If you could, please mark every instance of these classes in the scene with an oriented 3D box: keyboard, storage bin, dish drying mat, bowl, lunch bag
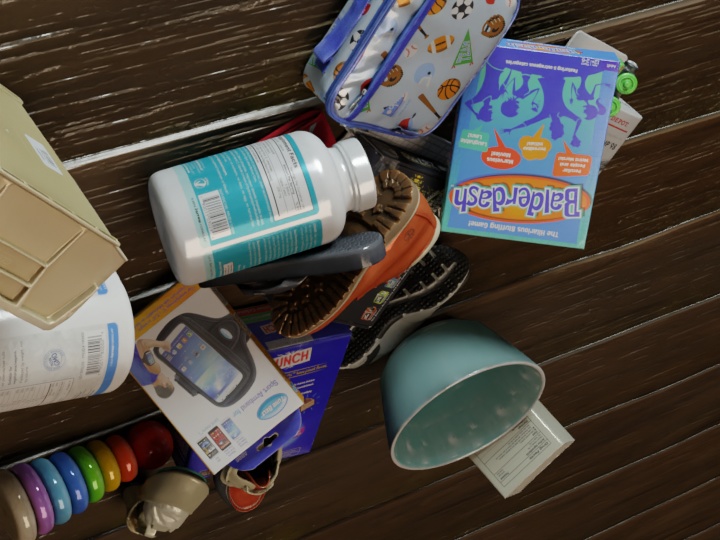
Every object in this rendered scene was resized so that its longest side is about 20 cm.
[{"bbox_3d":[0.053,-0.125,1.510,0.056,0.011,0.200,-50,144,18],"label":"keyboard"},{"bbox_3d":[-0.298,-0.076,1.087,0.094,0.200,0.199,-43,145,5],"label":"storage bin"},{"bbox_3d":[-0.045,-0.085,1.463,0.077,0.018,0.200,-34,146,-6],"label":"dish drying mat"},{"bbox_3d":[0.103,0.131,1.668,0.201,0.105,0.201,-21,148,-14],"label":"bowl"},{"bbox_3d":[0.043,-0.214,1.342,0.160,0.076,0.200,10,123,-45],"label":"lunch bag"}]

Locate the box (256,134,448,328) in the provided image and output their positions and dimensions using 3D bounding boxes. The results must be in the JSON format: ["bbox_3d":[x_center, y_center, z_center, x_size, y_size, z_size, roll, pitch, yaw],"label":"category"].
[{"bbox_3d":[0.004,-0.037,1.509,0.161,0.049,0.200,16,115,-49],"label":"box"}]

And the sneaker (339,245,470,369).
[{"bbox_3d":[0.042,0.043,1.660,0.200,0.074,0.080,-36,161,6],"label":"sneaker"}]

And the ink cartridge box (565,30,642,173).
[{"bbox_3d":[0.226,-0.151,1.575,0.116,0.067,0.200,13,119,-49],"label":"ink cartridge box"}]

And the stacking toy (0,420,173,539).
[{"bbox_3d":[-0.292,0.219,1.551,0.200,0.085,0.085,-22,143,-27],"label":"stacking toy"}]

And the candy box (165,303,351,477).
[{"bbox_3d":[-0.117,0.130,1.599,0.169,0.077,0.200,-10,138,-32],"label":"candy box"}]

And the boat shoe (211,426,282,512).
[{"bbox_3d":[-0.118,0.209,1.571,0.071,0.063,0.200,-17,143,-25],"label":"boat shoe"}]

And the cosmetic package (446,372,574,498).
[{"bbox_3d":[0.156,0.170,1.771,0.104,0.200,0.073,-44,165,13],"label":"cosmetic package"}]

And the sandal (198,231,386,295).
[{"bbox_3d":[-0.072,0.002,1.381,0.076,0.200,0.043,-48,129,-60],"label":"sandal"}]

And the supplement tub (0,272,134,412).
[{"bbox_3d":[-0.317,0.060,1.290,0.200,0.132,0.132,-7,136,-35],"label":"supplement tub"}]

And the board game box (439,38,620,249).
[{"bbox_3d":[0.168,-0.129,1.455,0.152,0.045,0.200,6,112,-1],"label":"board game box"}]

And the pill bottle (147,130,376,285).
[{"bbox_3d":[-0.089,-0.064,1.342,0.200,0.111,0.111,-17,142,-12],"label":"pill bottle"}]

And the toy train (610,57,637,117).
[{"bbox_3d":[0.214,-0.141,1.495,0.056,0.042,0.200,30,109,-10],"label":"toy train"}]

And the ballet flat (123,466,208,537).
[{"bbox_3d":[-0.220,0.263,1.594,0.069,0.070,0.200,-18,173,-26],"label":"ballet flat"}]

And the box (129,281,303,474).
[{"bbox_3d":[-0.150,0.110,1.457,0.119,0.200,0.041,-39,-177,2],"label":"box"}]

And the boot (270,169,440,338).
[{"bbox_3d":[0.000,0.000,1.443,0.200,0.075,0.107,-46,149,4],"label":"boot"}]
